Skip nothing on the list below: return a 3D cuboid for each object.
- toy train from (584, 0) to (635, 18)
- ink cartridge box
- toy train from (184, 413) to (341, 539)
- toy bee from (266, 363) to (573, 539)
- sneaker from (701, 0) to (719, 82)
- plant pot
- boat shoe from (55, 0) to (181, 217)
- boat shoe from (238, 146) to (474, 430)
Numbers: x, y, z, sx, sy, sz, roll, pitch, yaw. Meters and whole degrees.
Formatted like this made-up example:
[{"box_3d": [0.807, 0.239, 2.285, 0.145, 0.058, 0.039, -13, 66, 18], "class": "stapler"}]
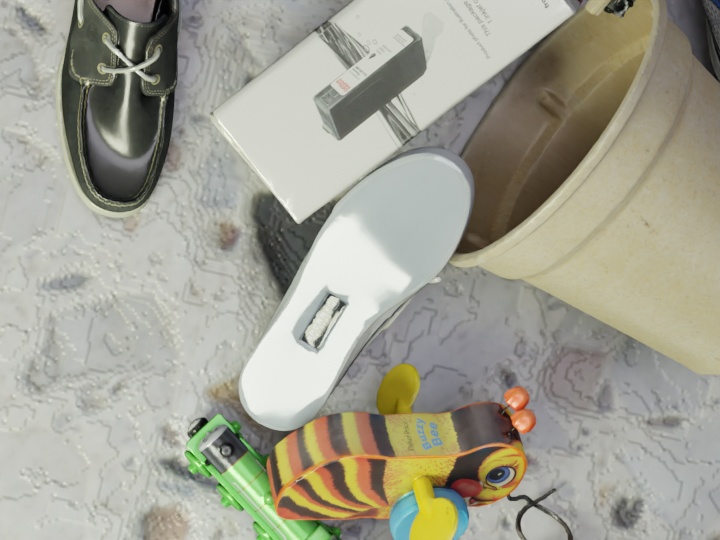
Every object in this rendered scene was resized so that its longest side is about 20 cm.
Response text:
[{"box_3d": [0.132, -0.216, 1.303, 0.046, 0.200, 0.034, 24, 124, -26], "class": "toy train"}, {"box_3d": [0.024, -0.125, 1.263, 0.200, 0.144, 0.084, -36, 94, 12], "class": "ink cartridge box"}, {"box_3d": [-0.032, 0.164, 1.312, 0.042, 0.056, 0.200, -44, 95, -8], "class": "toy train"}, {"box_3d": [0.050, 0.104, 1.287, 0.200, 0.109, 0.131, -8, 50, -39], "class": "toy bee"}, {"box_3d": [0.237, -0.175, 1.328, 0.077, 0.085, 0.200, -24, 70, 1], "class": "sneaker"}, {"box_3d": [0.177, -0.037, 1.300, 0.183, 0.200, 0.201, 36, 82, -17], "class": "plant pot"}, {"box_3d": [-0.143, -0.133, 1.305, 0.072, 0.068, 0.200, 5, 88, -10], "class": "boat shoe"}, {"box_3d": [0.004, 0.003, 1.294, 0.075, 0.086, 0.202, 33, 111, 0], "class": "boat shoe"}]
